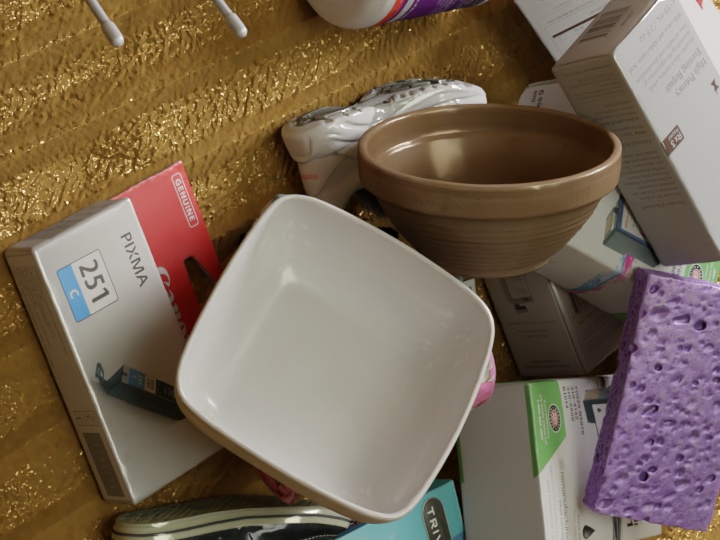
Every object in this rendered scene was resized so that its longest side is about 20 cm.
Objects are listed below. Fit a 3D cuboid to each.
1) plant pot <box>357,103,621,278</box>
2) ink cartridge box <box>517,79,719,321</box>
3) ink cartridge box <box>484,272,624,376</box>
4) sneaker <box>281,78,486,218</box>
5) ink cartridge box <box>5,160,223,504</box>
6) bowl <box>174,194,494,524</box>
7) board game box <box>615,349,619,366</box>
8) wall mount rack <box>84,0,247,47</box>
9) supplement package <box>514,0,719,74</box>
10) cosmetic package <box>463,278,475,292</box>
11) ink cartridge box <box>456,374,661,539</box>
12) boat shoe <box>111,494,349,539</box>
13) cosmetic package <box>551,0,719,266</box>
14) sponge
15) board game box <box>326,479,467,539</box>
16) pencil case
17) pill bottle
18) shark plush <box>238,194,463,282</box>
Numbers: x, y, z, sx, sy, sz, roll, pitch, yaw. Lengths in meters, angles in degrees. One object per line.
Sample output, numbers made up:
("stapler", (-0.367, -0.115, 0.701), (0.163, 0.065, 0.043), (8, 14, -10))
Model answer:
("plant pot", (0.098, -0.054, 1.531), (0.200, 0.200, 0.094), (-22, 119, -41))
("ink cartridge box", (0.212, -0.054, 1.673), (0.199, 0.087, 0.147), (27, 69, -35))
("ink cartridge box", (0.175, -0.030, 1.752), (0.146, 0.082, 0.202), (-34, 109, -39))
("sneaker", (0.024, -0.097, 1.634), (0.199, 0.078, 0.100), (-20, 107, -33))
("ink cartridge box", (-0.148, 0.041, 1.474), (0.176, 0.044, 0.202), (-32, 108, -39))
("bowl", (-0.021, 0.070, 1.430), (0.199, 0.075, 0.201), (30, 63, -2))
("board game box", (0.286, 0.109, 1.768), (0.034, 0.200, 0.136), (-10, 93, -18))
("wall mount rack", (-0.161, -0.248, 1.464), (0.199, 0.074, 0.176), (-10, 94, -42))
("supplement package", (0.233, -0.224, 1.773), (0.200, 0.119, 0.122), (51, 28, -28))
("cosmetic package", (0.015, 0.067, 1.618), (0.199, 0.050, 0.083), (-16, 100, -42))
("ink cartridge box", (0.168, 0.164, 1.701), (0.199, 0.084, 0.148), (-1, 83, -54))
("boat shoe", (-0.095, 0.203, 1.494), (0.199, 0.074, 0.063), (-4, 94, -38))
("cosmetic package", (0.244, -0.113, 1.602), (0.102, 0.074, 0.201), (-48, 114, -32))
("sponge", (0.254, 0.106, 1.637), (0.111, 0.030, 0.202), (10, 98, -21))
("board game box", (0.010, 0.270, 1.600), (0.199, 0.047, 0.153), (-22, 101, -41))
("pencil case", (0.004, 0.098, 1.513), (0.199, 0.087, 0.083), (-27, 146, -25))
("pill bottle", (0.049, -0.263, 1.635), (0.199, 0.112, 0.114), (-17, 98, -42))
("shark plush", (0.000, 0.000, 1.541), (0.199, 0.084, 0.091), (22, 30, -24))
